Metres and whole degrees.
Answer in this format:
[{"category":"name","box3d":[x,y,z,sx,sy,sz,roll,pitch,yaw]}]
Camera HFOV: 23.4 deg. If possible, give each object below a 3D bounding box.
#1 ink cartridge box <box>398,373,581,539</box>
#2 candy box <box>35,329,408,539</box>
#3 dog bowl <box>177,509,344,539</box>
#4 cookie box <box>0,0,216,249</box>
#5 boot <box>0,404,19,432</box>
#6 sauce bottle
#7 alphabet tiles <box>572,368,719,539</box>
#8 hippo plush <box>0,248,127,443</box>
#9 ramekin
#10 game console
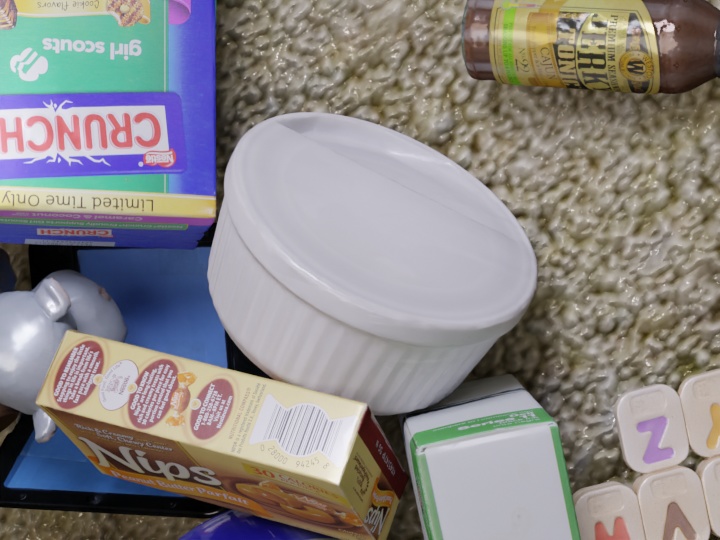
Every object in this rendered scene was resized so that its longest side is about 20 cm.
[{"category":"ink cartridge box","box3d":[0.078,0.149,1.030,0.083,0.200,0.147,-12,95,-1]},{"category":"candy box","box3d":[-0.081,0.102,1.042,0.199,0.116,0.055,13,66,20]},{"category":"dog bowl","box3d":[-0.055,0.250,1.109,0.079,0.199,0.201,40,118,53]},{"category":"cookie box","box3d":[-0.178,-0.120,1.075,0.170,0.075,0.201,2,75,-14]},{"category":"boot","box3d":[-0.345,0.078,1.278,0.200,0.077,0.156,-37,75,37]},{"category":"sauce bottle","box3d":[0.160,-0.137,1.023,0.199,0.065,0.065,5,101,23]},{"category":"alphabet tiles","box3d":[0.223,0.154,1.013,0.199,0.015,0.197,-13,95,-10]},{"category":"hippo plush","box3d":[-0.241,0.022,1.102,0.160,0.200,0.160,2,98,26]},{"category":"ramekin","box3d":[0.000,0.000,1.051,0.202,0.202,0.094,36,124,14]},{"category":"game console","box3d":[-0.157,0.062,1.167,0.199,0.116,0.177,0,99,23]}]
